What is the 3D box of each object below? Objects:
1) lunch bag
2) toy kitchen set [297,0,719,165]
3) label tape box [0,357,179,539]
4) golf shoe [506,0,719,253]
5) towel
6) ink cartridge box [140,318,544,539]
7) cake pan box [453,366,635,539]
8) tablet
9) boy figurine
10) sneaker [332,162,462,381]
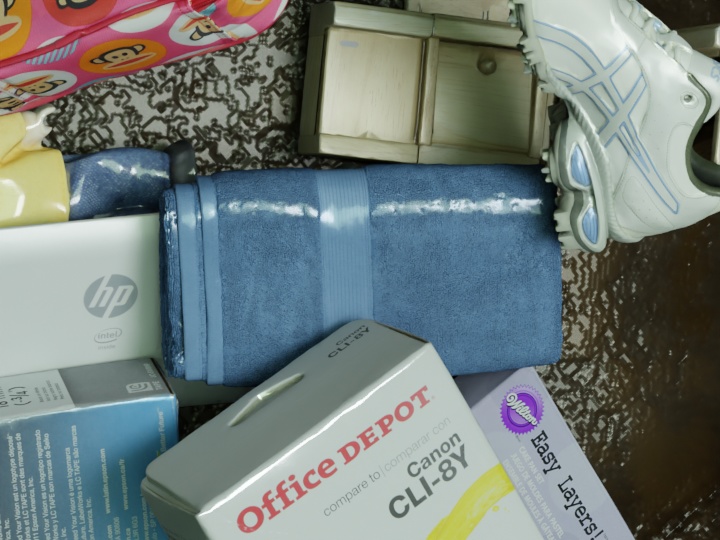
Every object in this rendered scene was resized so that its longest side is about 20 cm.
[{"bbox_3d":[-0.141,-0.182,1.410,0.199,0.082,0.177,-17,72,15],"label":"lunch bag"},{"bbox_3d":[0.094,-0.131,1.461,0.199,0.180,0.164,5,90,-19],"label":"toy kitchen set"},{"bbox_3d":[-0.190,0.131,1.441,0.199,0.063,0.145,-8,111,-14],"label":"label tape box"},{"bbox_3d":[0.124,-0.104,1.347,0.097,0.078,0.200,-7,126,15],"label":"golf shoe"},{"bbox_3d":[0.000,0.000,1.426,0.199,0.049,0.112,-2,113,-6],"label":"towel"},{"bbox_3d":[0.008,0.146,1.378,0.145,0.083,0.200,-36,109,-17],"label":"ink cartridge box"},{"bbox_3d":[0.053,0.167,1.475,0.184,0.052,0.200,-37,110,-19],"label":"cake pan box"},{"bbox_3d":[-0.129,0.026,1.455,0.199,0.014,0.130,-6,130,-18],"label":"tablet"},{"bbox_3d":[-0.182,-0.021,1.456,0.199,0.064,0.125,-5,101,-12],"label":"boy figurine"},{"bbox_3d":[0.032,0.032,1.515,0.091,0.076,0.200,-25,107,-18],"label":"sneaker"}]
